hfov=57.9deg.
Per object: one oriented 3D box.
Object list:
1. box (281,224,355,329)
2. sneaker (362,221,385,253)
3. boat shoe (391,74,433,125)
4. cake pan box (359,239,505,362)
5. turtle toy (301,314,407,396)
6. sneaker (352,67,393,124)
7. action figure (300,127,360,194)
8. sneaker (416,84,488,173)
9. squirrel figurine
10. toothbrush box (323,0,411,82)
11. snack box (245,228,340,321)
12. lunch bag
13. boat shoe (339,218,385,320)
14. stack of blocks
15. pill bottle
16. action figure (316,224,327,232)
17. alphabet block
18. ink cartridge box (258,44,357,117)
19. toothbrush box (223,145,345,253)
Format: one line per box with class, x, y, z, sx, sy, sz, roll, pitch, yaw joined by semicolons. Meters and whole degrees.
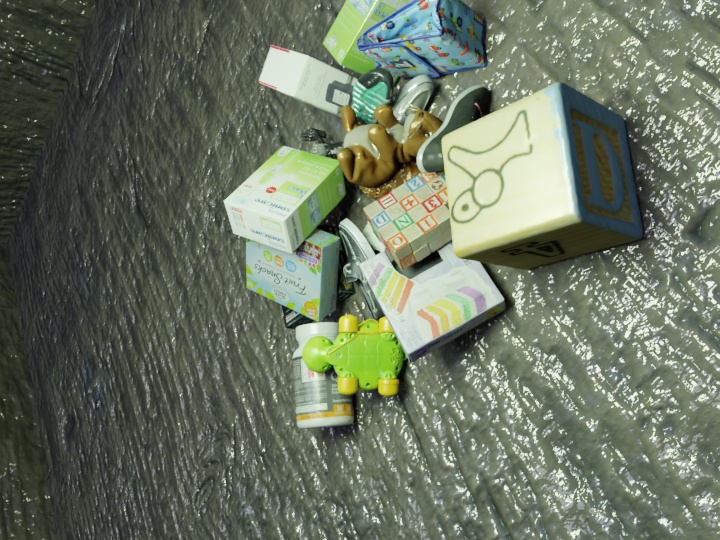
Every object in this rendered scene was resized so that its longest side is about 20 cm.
box;-0.107;0.017;1.419;0.200;0.046;0.160;-35;60;39
sneaker;0.074;-0.058;1.212;0.200;0.075;0.088;41;114;42
boat shoe;0.081;-0.277;1.242;0.200;0.072;0.066;-49;56;32
cake pan box;0.117;0.025;1.099;0.183;0.052;0.201;-27;60;-1
turtle toy;-0.010;0.157;1.215;0.101;0.198;0.147;129;143;-82
sneaker;0.030;-0.339;1.241;0.088;0.074;0.200;-54;2;-21
action figure;-0.054;-0.223;1.350;0.200;0.102;0.120;39;147;46
sneaker;0.186;-0.231;1.080;0.099;0.071;0.200;16;60;43
squirrel figurine;0.073;-0.211;1.187;0.185;0.201;0.142;-11;43;16
toothbrush box;0.046;-0.477;1.241;0.201;0.145;0.086;-55;49;26
snack box;-0.140;-0.013;1.318;0.199;0.068;0.170;24;124;29
lunch bag;0.102;-0.405;1.162;0.199;0.150;0.095;-6;80;40
boat shoe;0.000;0.000;1.237;0.201;0.067;0.072;62;170;0
stack of blocks;0.120;-0.105;1.102;0.199;0.059;0.115;-33;53;-3
pill bottle;-0.077;0.211;1.307;0.116;0.116;0.202;-18;72;44
action figure;-0.164;-0.075;1.403;0.199;0.069;0.131;-23;94;46
alphabet block;0.257;-0.121;0.934;0.199;0.195;0.197;-17;71;45
ink cartridge box;-0.084;-0.379;1.341;0.144;0.199;0.085;34;106;45
toothbrush box;-0.142;-0.142;1.263;0.145;0.200;0.087;19;141;25
